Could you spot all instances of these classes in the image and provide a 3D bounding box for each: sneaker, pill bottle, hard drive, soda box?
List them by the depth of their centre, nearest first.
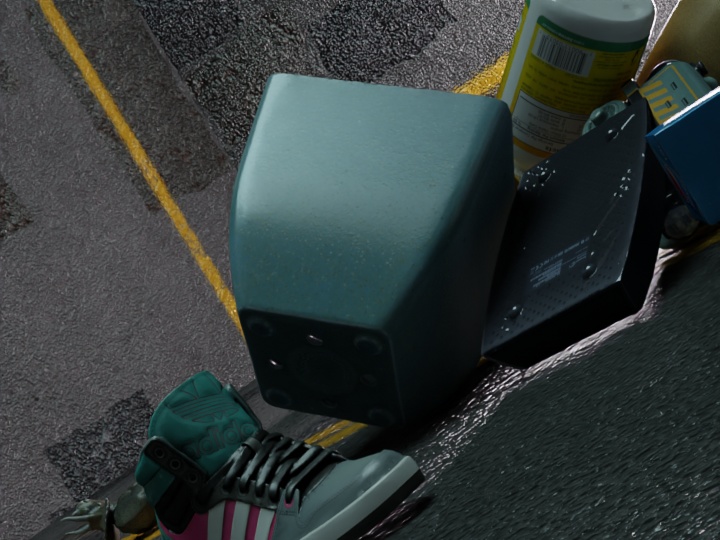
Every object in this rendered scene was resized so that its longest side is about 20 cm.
[{"bbox_3d":[-0.059,0.109,0.784,0.199,0.122,0.083,-32,1,41],"label":"sneaker"},{"bbox_3d":[0.279,-0.110,0.853,0.199,0.068,0.064,-33,1,7],"label":"soda box"},{"bbox_3d":[0.154,-0.024,0.967,0.134,0.042,0.201,-32,26,37],"label":"hard drive"},{"bbox_3d":[0.178,-0.157,1.216,0.112,0.112,0.202,-33,-33,-45],"label":"pill bottle"}]

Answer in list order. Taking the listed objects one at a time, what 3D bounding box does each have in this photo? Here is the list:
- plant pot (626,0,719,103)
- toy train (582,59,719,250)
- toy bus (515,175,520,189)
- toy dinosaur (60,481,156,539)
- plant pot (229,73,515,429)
[{"bbox_3d":[0.322,-0.164,1.214,0.200,0.186,0.186,-47,-2,12],"label":"plant pot"},{"bbox_3d":[0.247,-0.098,1.084,0.114,0.085,0.201,-40,24,17],"label":"toy train"},{"bbox_3d":[0.081,0.021,1.261,0.199,0.137,0.192,-31,-16,-2],"label":"toy bus"},{"bbox_3d":[-0.229,0.251,1.493,0.199,0.077,0.102,-25,18,47],"label":"toy dinosaur"},{"bbox_3d":[0.000,0.000,1.036,0.193,0.198,0.201,9,50,17],"label":"plant pot"}]
